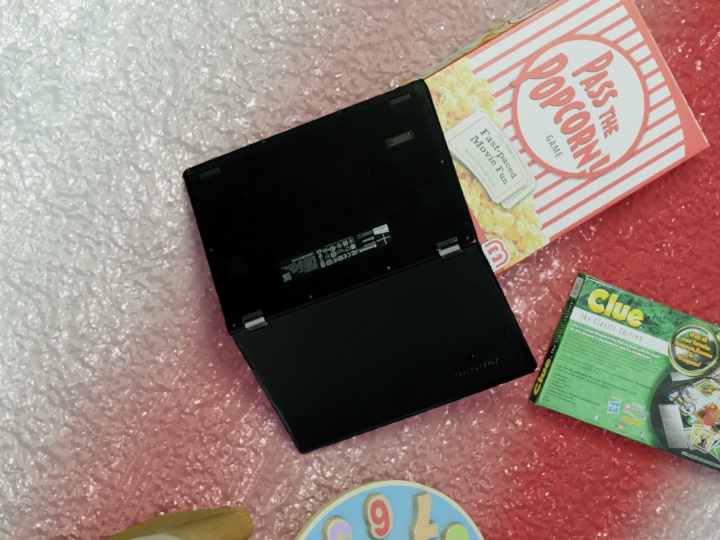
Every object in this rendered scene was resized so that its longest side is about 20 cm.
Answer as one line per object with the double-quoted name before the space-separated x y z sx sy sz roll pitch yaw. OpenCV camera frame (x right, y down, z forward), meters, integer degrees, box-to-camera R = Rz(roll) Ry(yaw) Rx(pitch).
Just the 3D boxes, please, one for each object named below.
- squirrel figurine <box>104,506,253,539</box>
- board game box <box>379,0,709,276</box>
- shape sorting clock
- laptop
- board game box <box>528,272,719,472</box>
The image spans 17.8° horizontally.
"squirrel figurine" -0.162 0.285 1.622 0.200 0.142 0.187 -5 111 7
"board game box" 0.130 -0.106 1.664 0.200 0.046 0.152 -32 102 -7
"shape sorting clock" 0.021 0.251 1.662 0.200 0.039 0.200 -4 97 -35
"laptop" 0.000 0.000 1.641 0.187 0.116 0.200 -20 73 9
"board game box" 0.235 0.084 1.722 0.200 0.023 0.105 21 94 -14
